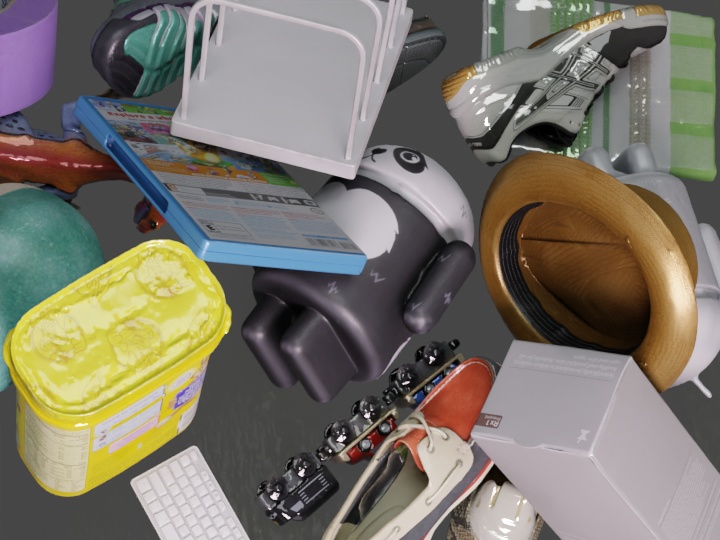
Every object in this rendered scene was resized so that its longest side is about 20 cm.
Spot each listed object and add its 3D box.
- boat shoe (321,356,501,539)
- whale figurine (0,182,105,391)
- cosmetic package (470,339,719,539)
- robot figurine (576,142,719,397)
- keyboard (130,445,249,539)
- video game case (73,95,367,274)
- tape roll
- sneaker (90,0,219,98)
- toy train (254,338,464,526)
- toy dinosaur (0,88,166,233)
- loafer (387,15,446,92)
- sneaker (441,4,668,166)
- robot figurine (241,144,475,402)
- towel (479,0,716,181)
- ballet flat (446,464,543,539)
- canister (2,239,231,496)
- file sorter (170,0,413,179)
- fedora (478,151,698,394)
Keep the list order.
[{"bbox_3d":[0.040,0.142,1.574,0.071,0.063,0.201,27,77,39],"label":"boat shoe"},{"bbox_3d":[-0.254,0.040,1.540,0.103,0.159,0.201,21,76,34],"label":"whale figurine"},{"bbox_3d":[0.174,0.139,1.540,0.106,0.200,0.091,8,58,37],"label":"cosmetic package"},{"bbox_3d":[0.209,0.005,1.654,0.168,0.113,0.202,-8,70,-23],"label":"robot figurine"},{"bbox_3d":[-0.095,0.224,1.573,0.056,0.011,0.201,-26,74,-18],"label":"keyboard"},{"bbox_3d":[-0.101,-0.061,1.548,0.142,0.018,0.200,5,30,-40],"label":"video game case"},{"bbox_3d":[-0.323,-0.177,1.606,0.198,0.066,0.201,6,28,-3],"label":"tape roll"},{"bbox_3d":[-0.170,-0.184,1.653,0.087,0.200,0.075,31,108,14],"label":"sneaker"},{"bbox_3d":[0.006,0.120,1.618,0.200,0.034,0.046,-40,91,-20],"label":"toy train"},{"bbox_3d":[-0.234,-0.067,1.596,0.180,0.106,0.200,17,25,28],"label":"toy dinosaur"},{"bbox_3d":[-0.028,-0.159,1.708,0.199,0.072,0.063,-28,69,-16],"label":"loafer"},{"bbox_3d":[0.160,-0.144,1.712,0.199,0.076,0.088,-24,93,-16],"label":"sneaker"},{"bbox_3d":[-0.002,-0.001,1.616,0.150,0.125,0.200,36,68,7],"label":"robot figurine"},{"bbox_3d":[0.190,-0.148,1.764,0.198,0.031,0.151,8,70,-9],"label":"towel"},{"bbox_3d":[0.117,0.146,1.603,0.067,0.075,0.201,26,67,1],"label":"ballet flat"},{"bbox_3d":[-0.172,0.074,1.517,0.148,0.200,0.087,-32,76,-20],"label":"canister"},{"bbox_3d":[-0.041,-0.189,1.593,0.138,0.125,0.201,14,42,5],"label":"file sorter"},{"bbox_3d":[0.173,-0.005,1.546,0.082,0.201,0.201,-28,74,-37],"label":"fedora"}]
